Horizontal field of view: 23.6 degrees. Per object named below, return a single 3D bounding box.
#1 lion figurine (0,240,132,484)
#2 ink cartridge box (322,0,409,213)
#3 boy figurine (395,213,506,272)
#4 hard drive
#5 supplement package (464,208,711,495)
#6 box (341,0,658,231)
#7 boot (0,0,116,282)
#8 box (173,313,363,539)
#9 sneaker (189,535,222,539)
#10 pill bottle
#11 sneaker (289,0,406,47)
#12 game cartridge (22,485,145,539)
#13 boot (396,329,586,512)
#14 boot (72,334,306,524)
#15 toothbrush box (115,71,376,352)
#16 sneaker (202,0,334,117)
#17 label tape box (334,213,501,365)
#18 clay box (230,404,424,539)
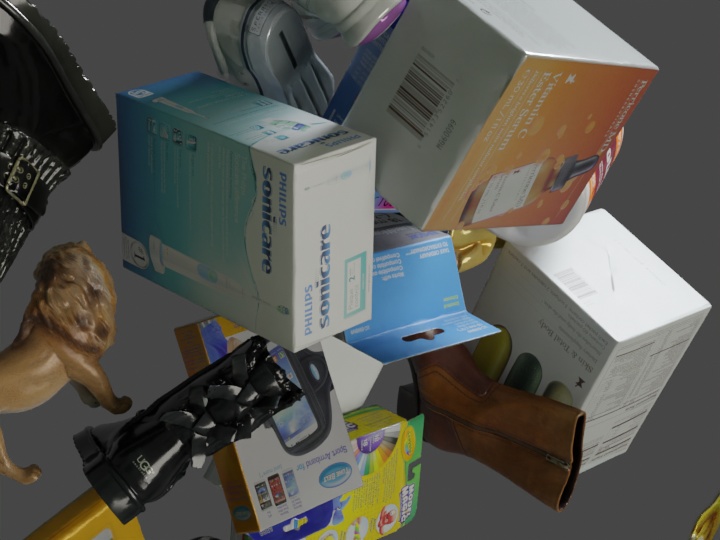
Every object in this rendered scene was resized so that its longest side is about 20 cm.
[{"bbox_3d":[-0.248,0.079,1.256,0.200,0.072,0.123,-41,118,-20],"label":"lion figurine"},{"bbox_3d":[0.055,-0.147,1.376,0.136,0.076,0.201,-5,130,-52],"label":"ink cartridge box"},{"bbox_3d":[0.085,-0.059,1.566,0.199,0.064,0.125,4,80,-52],"label":"boy figurine"},{"bbox_3d":[-0.048,0.115,1.532,0.132,0.026,0.201,33,82,-50],"label":"hard drive"},{"bbox_3d":[0.199,0.076,1.648,0.150,0.152,0.201,-17,141,-42],"label":"supplement package"},{"bbox_3d":[0.102,-0.121,1.278,0.199,0.106,0.153,-5,131,-52],"label":"box"},{"bbox_3d":[-0.260,-0.096,1.149,0.158,0.079,0.211,-52,139,-17],"label":"boot"},{"bbox_3d":[-0.071,0.125,1.429,0.119,0.041,0.201,-19,90,-41],"label":"box"},{"bbox_3d":[-0.159,0.326,1.430,0.200,0.075,0.116,-45,139,-24],"label":"sneaker"},{"bbox_3d":[0.173,-0.115,1.557,0.200,0.113,0.115,-53,146,-54],"label":"pill bottle"},{"bbox_3d":[-0.024,-0.222,1.274,0.100,0.200,0.075,44,88,-16],"label":"sneaker"},{"bbox_3d":[-0.248,0.290,1.389,0.200,0.032,0.177,-39,133,-32],"label":"game cartridge"},{"bbox_3d":[0.117,0.104,1.575,0.068,0.199,0.190,-16,120,-43],"label":"boot"},{"bbox_3d":[-0.131,0.112,1.295,0.162,0.198,0.074,-37,97,-8],"label":"boot"},{"bbox_3d":[-0.087,-0.048,1.274,0.085,0.199,0.147,-21,122,-40],"label":"toothbrush box"},{"bbox_3d":[-0.071,-0.154,1.345,0.073,0.070,0.200,-56,157,-21],"label":"sneaker"},{"bbox_3d":[0.000,0.000,1.393,0.144,0.199,0.064,-13,118,-44],"label":"label tape box"},{"bbox_3d":[-0.027,0.195,1.538,0.199,0.047,0.116,-15,118,-44],"label":"clay box"}]
